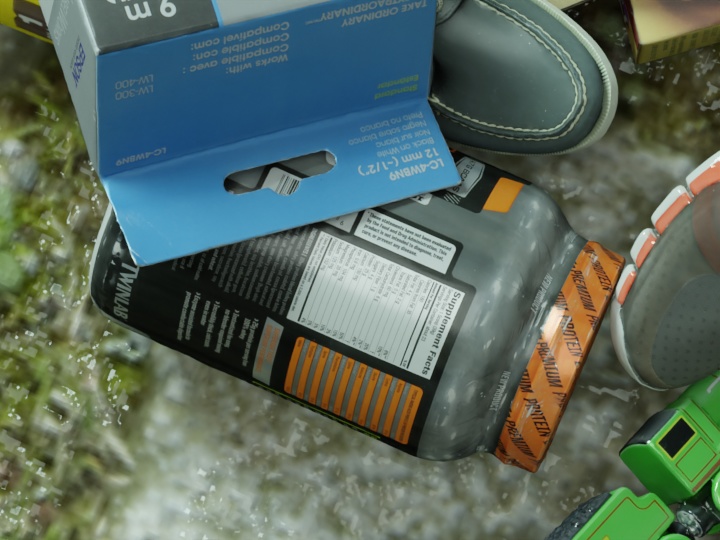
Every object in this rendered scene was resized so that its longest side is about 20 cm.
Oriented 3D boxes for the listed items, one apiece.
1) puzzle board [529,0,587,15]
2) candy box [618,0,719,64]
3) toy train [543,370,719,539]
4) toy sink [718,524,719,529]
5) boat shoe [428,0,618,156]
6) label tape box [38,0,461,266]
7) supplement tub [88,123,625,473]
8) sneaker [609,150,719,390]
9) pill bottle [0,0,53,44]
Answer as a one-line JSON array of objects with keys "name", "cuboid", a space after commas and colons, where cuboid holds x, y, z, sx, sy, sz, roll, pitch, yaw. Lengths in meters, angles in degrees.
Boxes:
[{"name": "puzzle board", "cuboid": [0.066, -0.181, 1.164, 0.199, 0.017, 0.152, -20, 84, 31]}, {"name": "candy box", "cuboid": [0.198, -0.171, 1.175, 0.199, 0.056, 0.118, -15, 84, 2]}, {"name": "toy train", "cuboid": [0.141, 0.075, 1.128, 0.056, 0.042, 0.200, 47, 63, -3]}, {"name": "toy sink", "cuboid": [0.238, 0.136, 1.107, 0.130, 0.200, 0.112, -32, 113, 1]}, {"name": "boat shoe", "cuboid": [0.011, -0.099, 1.157, 0.199, 0.062, 0.073, 28, 107, 21]}, {"name": "label tape box", "cuboid": [-0.050, -0.117, 1.077, 0.142, 0.066, 0.201, -15, 72, -19]}, {"name": "supplement tub", "cuboid": [0.000, 0.000, 1.142, 0.199, 0.123, 0.123, 24, 88, 5]}, {"name": "sneaker", "cuboid": [0.181, -0.012, 1.073, 0.200, 0.077, 0.082, -42, 41, 18]}, {"name": "pill bottle", "cuboid": [-0.176, -0.172, 1.177, 0.199, 0.109, 0.110, 22, 87, 6]}]
